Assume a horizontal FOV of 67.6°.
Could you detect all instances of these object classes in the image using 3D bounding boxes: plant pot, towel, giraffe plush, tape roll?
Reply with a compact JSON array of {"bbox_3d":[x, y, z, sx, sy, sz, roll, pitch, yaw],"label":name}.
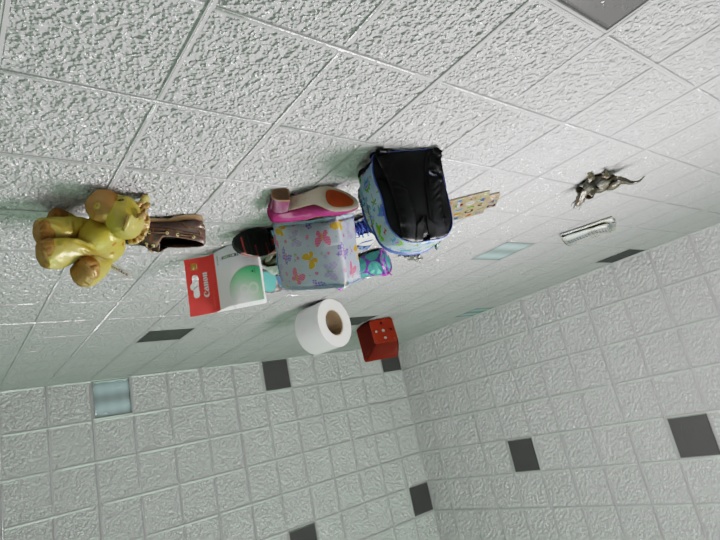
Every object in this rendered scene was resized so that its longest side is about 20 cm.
[{"bbox_3d":[0.108,0.362,2.942,0.198,0.202,0.177,-8,153,-17],"label":"plant pot"},{"bbox_3d":[0.874,-0.141,2.053,0.198,0.035,0.192,-21,163,24],"label":"towel"},{"bbox_3d":[-0.472,-0.077,0.997,0.162,0.173,0.199,-42,144,19],"label":"giraffe plush"},{"bbox_3d":[-0.154,0.234,2.224,0.138,0.205,0.202,-24,161,34],"label":"tape roll"}]

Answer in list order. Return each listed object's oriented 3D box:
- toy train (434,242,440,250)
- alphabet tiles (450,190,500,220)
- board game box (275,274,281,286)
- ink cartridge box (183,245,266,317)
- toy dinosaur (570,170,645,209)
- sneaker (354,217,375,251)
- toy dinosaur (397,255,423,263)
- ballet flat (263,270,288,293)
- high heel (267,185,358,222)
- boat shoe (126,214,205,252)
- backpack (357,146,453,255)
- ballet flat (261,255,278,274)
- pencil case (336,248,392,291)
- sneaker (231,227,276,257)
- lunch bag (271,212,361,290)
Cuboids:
[{"bbox_3d":[0.164,-0.121,1.377,0.084,0.115,0.200,-11,161,-2],"label":"toy train"},{"bbox_3d":[0.288,-0.175,1.505,0.198,0.006,0.167,-14,165,3],"label":"alphabet tiles"},{"bbox_3d":[-0.129,-0.018,1.522,0.150,0.037,0.200,-20,-171,24],"label":"board game box"},{"bbox_3d":[-0.350,0.021,1.382,0.197,0.163,0.050,-10,163,-9],"label":"ink cartridge box"},{"bbox_3d":[0.675,-0.242,1.495,0.198,0.078,0.102,-24,174,21],"label":"toy dinosaur"},{"bbox_3d":[-0.013,-0.105,1.394,0.198,0.081,0.115,-6,160,-45],"label":"sneaker"},{"bbox_3d":[0.149,-0.106,1.531,0.197,0.103,0.136,10,147,-2],"label":"toy dinosaur"},{"bbox_3d":[-0.275,0.037,1.691,0.072,0.073,0.199,-25,160,38],"label":"ballet flat"},{"bbox_3d":[-0.106,-0.138,1.195,0.197,0.068,0.096,6,151,-11],"label":"high heel"},{"bbox_3d":[-0.434,-0.074,1.154,0.197,0.071,0.070,-8,165,-13],"label":"boat shoe"},{"bbox_3d":[0.094,-0.134,1.122,0.181,0.202,0.147,-7,164,-23],"label":"backpack"},{"bbox_3d":[-0.203,-0.041,1.486,0.199,0.070,0.069,-23,162,36],"label":"ballet flat"},{"bbox_3d":[0.000,0.000,1.728,0.198,0.094,0.085,-20,163,20],"label":"pencil case"},{"bbox_3d":[-0.226,-0.061,1.360,0.198,0.075,0.087,-6,165,-22],"label":"sneaker"},{"bbox_3d":[-0.110,-0.045,1.277,0.198,0.172,0.127,-5,-172,22],"label":"lunch bag"}]
